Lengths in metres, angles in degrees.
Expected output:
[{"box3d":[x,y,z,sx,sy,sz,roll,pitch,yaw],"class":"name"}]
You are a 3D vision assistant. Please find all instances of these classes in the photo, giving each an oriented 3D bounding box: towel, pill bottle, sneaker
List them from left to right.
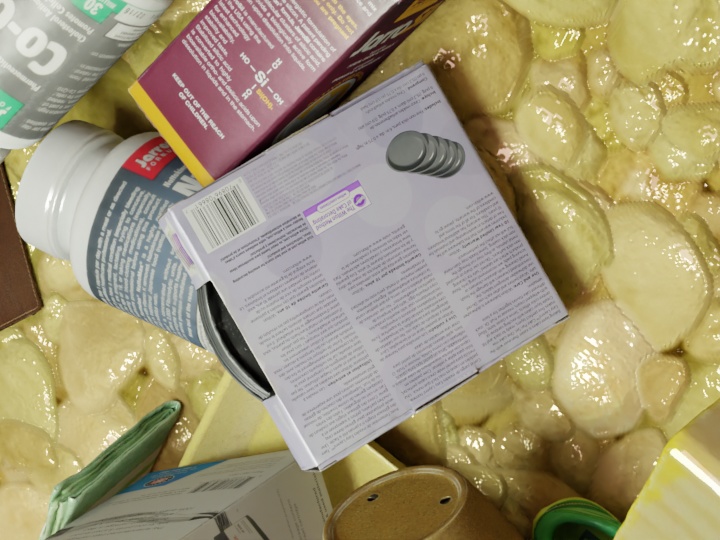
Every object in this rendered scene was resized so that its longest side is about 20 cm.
[{"box3d":[-0.219,-0.151,1.755,0.200,0.113,0.113,-44,82,23],"class":"pill bottle"},{"box3d":[-0.201,0.190,1.869,0.023,0.153,0.200,35,124,10],"class":"towel"},{"box3d":[-0.119,-0.022,1.757,0.200,0.120,0.120,23,119,23],"class":"pill bottle"},{"box3d":[0.183,0.212,1.669,0.200,0.084,0.074,33,94,17],"class":"sneaker"}]

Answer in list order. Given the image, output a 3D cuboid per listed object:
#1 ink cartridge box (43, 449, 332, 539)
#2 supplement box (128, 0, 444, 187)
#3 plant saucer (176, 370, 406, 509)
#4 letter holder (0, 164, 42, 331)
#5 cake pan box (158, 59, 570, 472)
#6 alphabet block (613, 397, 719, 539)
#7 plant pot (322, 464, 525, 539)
[{"box3d":[-0.126,0.193,1.733,0.145,0.200,0.084,-11,102,35],"class":"ink cartridge box"},{"box3d":[-0.034,-0.150,1.662,0.086,0.110,0.200,51,126,5],"class":"supplement box"},{"box3d":[-0.031,0.174,1.819,0.200,0.048,0.200,38,124,16],"class":"plant saucer"},{"box3d":[-0.322,-0.041,1.865,0.100,0.142,0.201,-6,104,34],"class":"letter holder"},{"box3d":[0.000,0.000,1.654,0.185,0.200,0.052,58,165,1],"class":"cake pan box"},{"box3d":[0.266,0.166,1.492,0.200,0.195,0.197,43,139,19],"class":"alphabet block"},{"box3d":[0.055,0.224,1.634,0.186,0.186,0.200,-3,122,33],"class":"plant pot"}]
